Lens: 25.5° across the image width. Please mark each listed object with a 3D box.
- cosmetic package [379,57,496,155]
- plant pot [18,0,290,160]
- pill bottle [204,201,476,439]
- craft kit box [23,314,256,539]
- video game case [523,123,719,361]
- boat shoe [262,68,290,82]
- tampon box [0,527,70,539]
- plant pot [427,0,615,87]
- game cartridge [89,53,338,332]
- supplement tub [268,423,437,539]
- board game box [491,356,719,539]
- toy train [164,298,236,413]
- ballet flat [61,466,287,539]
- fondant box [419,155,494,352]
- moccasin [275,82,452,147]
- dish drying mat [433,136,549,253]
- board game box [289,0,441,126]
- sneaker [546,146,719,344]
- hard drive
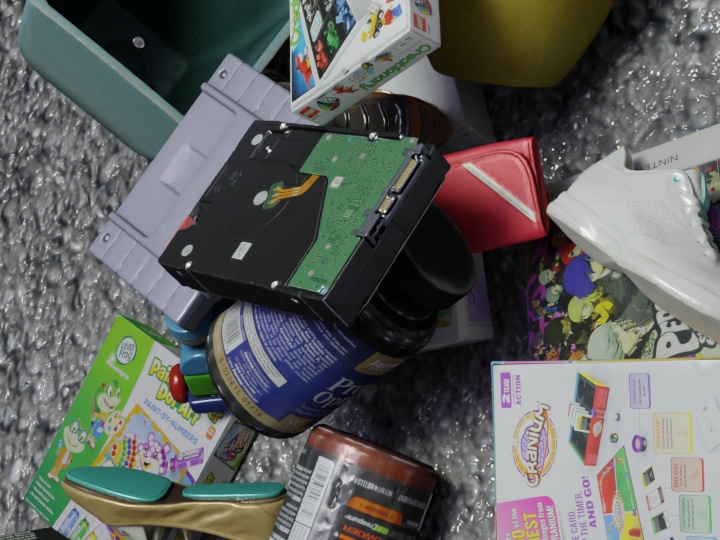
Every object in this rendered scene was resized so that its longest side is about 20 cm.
[{"bbox_3d":[0.025,-0.158,1.353,0.150,0.052,0.201,-29,56,28],"label":"cosmetic package"},{"bbox_3d":[-0.195,-0.215,1.451,0.196,0.196,0.200,-57,12,-26],"label":"plant pot"},{"bbox_3d":[-0.014,0.032,1.170,0.200,0.111,0.112,-37,51,32],"label":"pill bottle"},{"bbox_3d":[-0.196,0.167,1.416,0.200,0.048,0.198,29,89,44],"label":"craft kit box"},{"bbox_3d":[0.201,0.013,1.138,0.180,0.036,0.201,-19,61,36],"label":"video game case"},{"bbox_3d":[-0.118,-0.088,1.435,0.201,0.073,0.062,-56,43,1],"label":"boat shoe"},{"bbox_3d":[-0.262,0.326,1.321,0.199,0.126,0.151,22,107,44],"label":"tampon box"},{"bbox_3d":[0.114,-0.220,1.228,0.199,0.199,0.143,20,111,44],"label":"plant pot"},{"bbox_3d":[-0.118,-0.064,1.265,0.129,0.038,0.201,35,89,39],"label":"game cartridge"},{"bbox_3d":[-0.022,0.225,1.195,0.107,0.107,0.201,16,84,44],"label":"supplement tub"},{"bbox_3d":[0.182,0.134,1.067,0.199,0.040,0.154,-3,86,38],"label":"board game box"},{"bbox_3d":[-0.124,0.009,1.346,0.084,0.116,0.201,-6,51,8],"label":"toy train"},{"bbox_3d":[-0.153,0.202,1.303,0.198,0.069,0.064,4,101,14],"label":"ballet flat"},{"bbox_3d":[0.000,0.000,1.270,0.199,0.058,0.145,-12,82,34],"label":"fondant box"},{"bbox_3d":[-0.016,-0.120,1.297,0.200,0.077,0.074,-1,88,38],"label":"moccasin"},{"bbox_3d":[0.047,-0.044,1.194,0.199,0.018,0.077,-11,86,32],"label":"dish drying mat"},{"bbox_3d":[-0.001,-0.219,1.144,0.126,0.034,0.201,-29,52,41],"label":"board game box"},{"bbox_3d":[0.213,-0.024,1.074,0.089,0.075,0.200,-47,46,0],"label":"sneaker"},{"bbox_3d":[-0.043,-0.038,1.127,0.199,0.038,0.140,10,61,49],"label":"hard drive"}]
